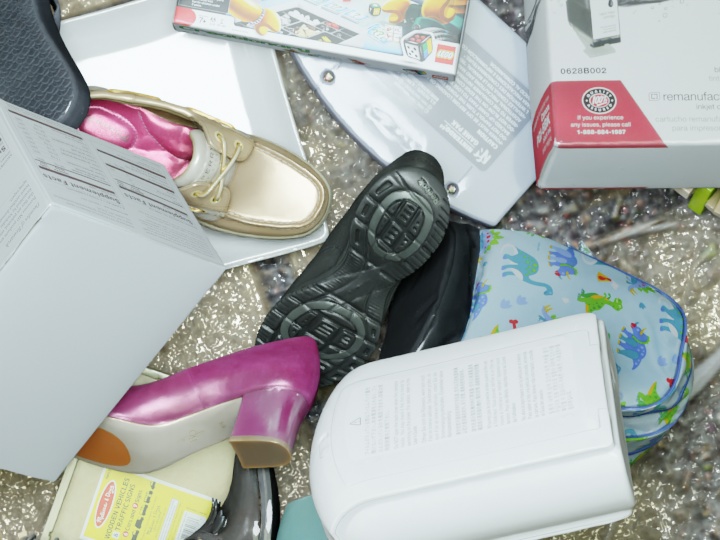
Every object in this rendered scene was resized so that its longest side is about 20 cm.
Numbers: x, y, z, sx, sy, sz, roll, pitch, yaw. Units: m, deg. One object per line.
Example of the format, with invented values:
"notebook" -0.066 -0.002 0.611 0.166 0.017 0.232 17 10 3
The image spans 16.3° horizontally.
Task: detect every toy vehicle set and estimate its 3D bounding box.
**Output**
"toy vehicle set" -0.152 0.171 1.756 0.124 0.027 0.201 20 88 -4

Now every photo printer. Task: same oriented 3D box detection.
"photo printer" 0.066 0.109 1.577 0.199 0.167 0.070 -14 120 8

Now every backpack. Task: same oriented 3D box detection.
"backpack" 0.128 0.059 1.722 0.200 0.154 0.164 33 46 -15

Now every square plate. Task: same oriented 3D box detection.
"square plate" -0.143 -0.089 1.759 0.197 0.028 0.201 -16 90 -4

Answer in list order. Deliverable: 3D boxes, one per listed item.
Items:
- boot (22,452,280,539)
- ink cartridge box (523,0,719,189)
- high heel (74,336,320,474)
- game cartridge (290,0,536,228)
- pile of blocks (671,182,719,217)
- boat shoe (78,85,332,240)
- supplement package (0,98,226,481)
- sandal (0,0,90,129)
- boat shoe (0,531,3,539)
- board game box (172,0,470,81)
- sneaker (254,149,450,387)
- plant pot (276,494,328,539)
"boot" -0.147 0.201 1.712 0.173 0.069 0.201 8 82 4
"ink cartridge box" 0.190 -0.163 1.726 0.146 0.083 0.201 -1 70 -5
"high heel" -0.126 0.083 1.717 0.199 0.067 0.096 -2 49 22
"game cartridge" 0.050 -0.131 1.771 0.200 0.040 0.133 42 83 -3
"pile of blocks" 0.290 -0.056 1.771 0.199 0.062 0.082 14 70 3
"boat shoe" -0.114 -0.072 1.712 0.199 0.069 0.074 18 89 -4
"supplement package" -0.217 0.017 1.624 0.155 0.111 0.200 21 117 -45
"sandal" -0.233 -0.164 1.717 0.076 0.043 0.201 -30 60 18
"boat shoe" -0.262 0.225 1.681 0.070 0.070 0.200 -45 56 17
"board game box" -0.021 -0.211 1.733 0.199 0.035 0.127 10 85 1
"sneaker" 0.000 0.000 1.741 0.076 0.091 0.200 37 113 -9
"plant pot" 0.030 0.216 1.692 0.200 0.201 0.162 -16 83 -4
